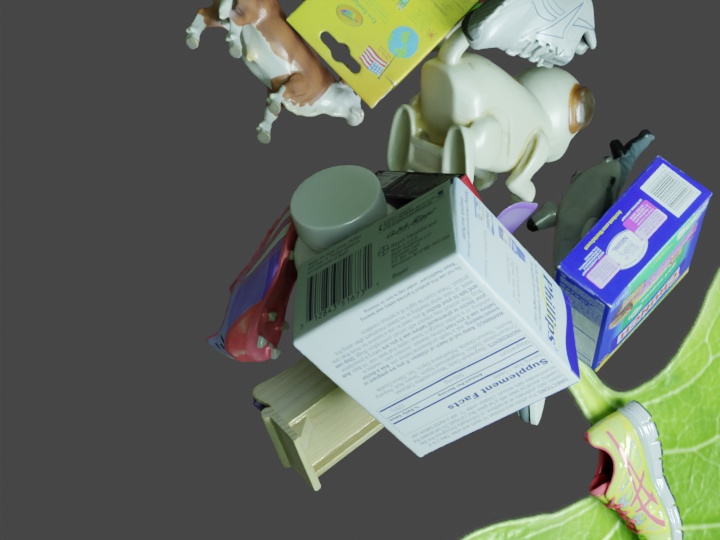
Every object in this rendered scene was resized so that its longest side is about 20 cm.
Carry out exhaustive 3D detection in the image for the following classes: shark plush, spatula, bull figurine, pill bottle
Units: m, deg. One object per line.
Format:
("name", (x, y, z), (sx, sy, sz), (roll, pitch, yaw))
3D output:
("shark plush", (0.261, -0.077, 1.643), (0.083, 0.090, 0.201), (50, 57, -44))
("spatula", (0.122, 0.008, 1.554), (0.056, 0.021, 0.201), (2, 121, -53))
("bull figurine", (-0.082, -0.203, 1.447), (0.200, 0.065, 0.122), (49, 43, -13))
("pill bottle", (0.000, 0.000, 1.440), (0.119, 0.119, 0.201), (-34, 134, -17))

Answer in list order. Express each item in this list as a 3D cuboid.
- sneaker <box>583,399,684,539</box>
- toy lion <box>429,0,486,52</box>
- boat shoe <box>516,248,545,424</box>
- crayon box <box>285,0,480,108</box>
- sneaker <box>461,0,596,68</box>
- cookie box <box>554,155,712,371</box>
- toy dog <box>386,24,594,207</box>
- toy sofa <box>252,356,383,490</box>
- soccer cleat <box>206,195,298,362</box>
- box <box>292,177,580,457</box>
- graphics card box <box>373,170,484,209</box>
("sneaker", (0.305, 0.254, 1.679), (0.090, 0.078, 0.202), (-19, 97, -13))
("toy lion", (0.093, -0.343, 1.528), (0.199, 0.069, 0.193), (-29, 99, -19))
("boat shoe", (0.166, 0.074, 1.610), (0.061, 0.073, 0.202), (-3, 108, 20))
("crayon box", (0.035, -0.272, 1.456), (0.200, 0.051, 0.127), (-45, 94, -5))
("sneaker", (0.178, -0.243, 1.452), (0.199, 0.074, 0.088), (-23, 94, -43))
("cookie box", (0.285, -0.002, 1.570), (0.075, 0.200, 0.171), (40, 76, 18))
("toy dog", (0.144, -0.163, 1.531), (0.199, 0.139, 0.196), (-6, 102, -35))
("toy sofa", (-0.008, 0.125, 1.524), (0.199, 0.097, 0.083), (-35, 133, -17))
("soccer cleat", (-0.091, -0.002, 1.478), (0.067, 0.076, 0.201), (48, 57, -55))
("box", (0.070, 0.047, 1.330), (0.183, 0.105, 0.200), (-28, 127, 25))
("graphics card box", (0.072, -0.035, 1.469), (0.051, 0.200, 0.126), (-37, 108, -19))
